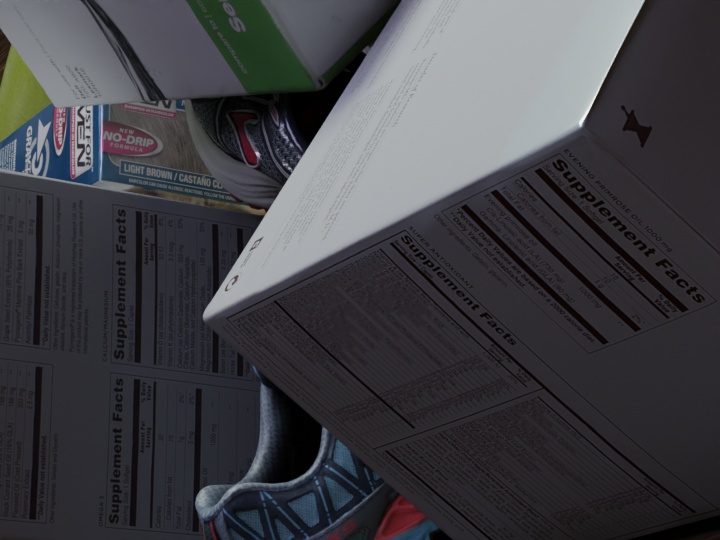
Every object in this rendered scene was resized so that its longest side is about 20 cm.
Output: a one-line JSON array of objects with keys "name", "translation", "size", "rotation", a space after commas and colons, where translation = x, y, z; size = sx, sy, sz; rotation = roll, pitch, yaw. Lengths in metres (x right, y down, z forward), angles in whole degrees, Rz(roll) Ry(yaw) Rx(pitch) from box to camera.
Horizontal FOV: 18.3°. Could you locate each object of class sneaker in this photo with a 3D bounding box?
[{"name": "sneaker", "translation": [-0.015, -0.062, 0.884], "size": [0.080, 0.075, 0.200], "rotation": [-31, 35, -14]}, {"name": "sneaker", "translation": [0.008, 0.041, 0.851], "size": [0.079, 0.095, 0.200], "rotation": [-22, 32, 54]}]

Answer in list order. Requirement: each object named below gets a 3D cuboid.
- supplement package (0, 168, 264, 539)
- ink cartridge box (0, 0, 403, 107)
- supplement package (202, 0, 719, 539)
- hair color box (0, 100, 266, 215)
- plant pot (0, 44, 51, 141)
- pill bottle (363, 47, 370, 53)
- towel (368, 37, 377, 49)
[{"name": "supplement package", "translation": [-0.140, 0.054, 0.936], "size": [0.152, 0.199, 0.151], "rotation": [-24, 62, 55]}, {"name": "ink cartridge box", "translation": [-0.048, -0.141, 0.892], "size": [0.146, 0.084, 0.200], "rotation": [-47, 27, -27]}, {"name": "supplement package", "translation": [0.091, -0.033, 0.716], "size": [0.200, 0.147, 0.192], "rotation": [-25, 29, 52]}, {"name": "hair color box", "translation": [-0.133, -0.036, 1.138], "size": [0.200, 0.100, 0.061], "rotation": [-27, 60, 54]}, {"name": "plant pot", "translation": [-0.163, -0.083, 1.449], "size": [0.201, 0.187, 0.187], "rotation": [-63, 16, 6]}, {"name": "pill bottle", "translation": [-0.012, -0.131, 1.232], "size": [0.113, 0.113, 0.200], "rotation": [-45, 15, 12]}, {"name": "towel", "translation": [0.050, -0.177, 0.945], "size": [0.191, 0.032, 0.200], "rotation": [-58, 38, 3]}]
